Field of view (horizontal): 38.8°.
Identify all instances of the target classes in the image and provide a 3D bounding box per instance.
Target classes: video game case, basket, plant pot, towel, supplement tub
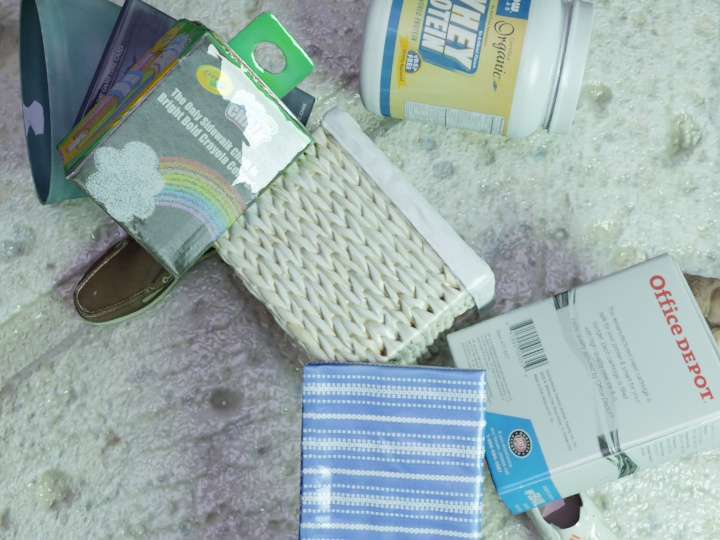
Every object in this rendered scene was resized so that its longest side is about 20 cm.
[{"bbox_3d":[-0.146,-0.134,0.918,0.199,0.019,0.144,25,83,-34],"label":"video game case"},{"bbox_3d":[0.000,0.000,0.900,0.161,0.198,0.200,-43,78,-1],"label":"basket"},{"bbox_3d":[-0.242,-0.167,0.971,0.134,0.200,0.201,-7,76,-24],"label":"plant pot"},{"bbox_3d":[0.022,0.172,0.783,0.144,0.024,0.201,2,95,6],"label":"towel"},{"bbox_3d":[0.107,-0.204,0.959,0.199,0.145,0.145,10,79,7],"label":"supplement tub"}]

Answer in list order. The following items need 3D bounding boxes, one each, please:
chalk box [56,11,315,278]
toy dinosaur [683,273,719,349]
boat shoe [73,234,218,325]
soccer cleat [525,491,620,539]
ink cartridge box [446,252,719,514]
[{"bbox_3d":[-0.128,-0.118,0.821,0.200,0.124,0.124,-45,116,-2],"label":"chalk box"},{"bbox_3d":[0.326,0.036,0.926,0.199,0.086,0.136,19,72,21],"label":"toy dinosaur"},{"bbox_3d":[-0.195,-0.022,0.980,0.202,0.075,0.075,-37,77,-4],"label":"boat shoe"},{"bbox_3d":[0.194,0.240,0.889,0.069,0.078,0.200,-35,78,-3],"label":"soccer cleat"},{"bbox_3d":[0.190,0.095,0.842,0.199,0.084,0.147,-20,59,8],"label":"ink cartridge box"}]
